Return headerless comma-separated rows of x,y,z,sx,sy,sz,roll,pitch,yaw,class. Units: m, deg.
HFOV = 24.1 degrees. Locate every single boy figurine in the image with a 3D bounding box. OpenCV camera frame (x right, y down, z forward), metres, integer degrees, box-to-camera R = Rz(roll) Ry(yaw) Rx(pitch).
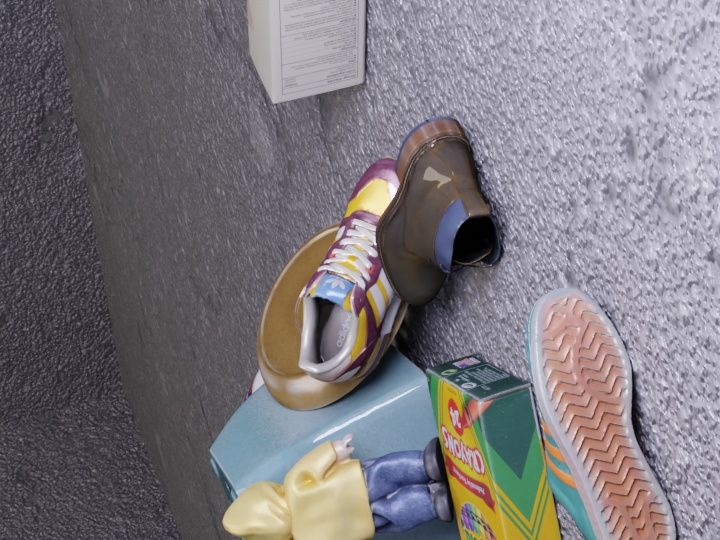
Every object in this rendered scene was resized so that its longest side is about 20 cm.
-0.019,0.207,1.468,0.064,0.199,0.125,-70,-36,-74,boy figurine

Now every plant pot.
-0.032,0.032,1.563,0.027,0.200,0.200,33,-168,-35,plant pot
-0.026,0.195,1.596,0.196,0.199,0.196,-142,31,-67,plant pot

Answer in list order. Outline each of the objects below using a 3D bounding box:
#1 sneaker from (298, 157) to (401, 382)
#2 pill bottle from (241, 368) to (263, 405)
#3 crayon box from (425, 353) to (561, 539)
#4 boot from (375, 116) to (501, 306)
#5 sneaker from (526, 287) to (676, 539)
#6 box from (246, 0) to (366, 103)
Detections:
0.000,0.000,1.441,0.090,0.075,0.201,5,-82,-67,sneaker
-0.076,0.155,1.959,0.200,0.112,0.113,121,131,-70,pill bottle
0.115,0.181,1.402,0.127,0.051,0.201,-155,51,-70,crayon box
0.062,-0.018,1.348,0.200,0.074,0.097,94,158,-48,boot
0.151,0.111,1.159,0.080,0.071,0.201,166,87,-71,sneaker
-0.048,-0.251,1.476,0.200,0.095,0.078,93,157,-48,box
